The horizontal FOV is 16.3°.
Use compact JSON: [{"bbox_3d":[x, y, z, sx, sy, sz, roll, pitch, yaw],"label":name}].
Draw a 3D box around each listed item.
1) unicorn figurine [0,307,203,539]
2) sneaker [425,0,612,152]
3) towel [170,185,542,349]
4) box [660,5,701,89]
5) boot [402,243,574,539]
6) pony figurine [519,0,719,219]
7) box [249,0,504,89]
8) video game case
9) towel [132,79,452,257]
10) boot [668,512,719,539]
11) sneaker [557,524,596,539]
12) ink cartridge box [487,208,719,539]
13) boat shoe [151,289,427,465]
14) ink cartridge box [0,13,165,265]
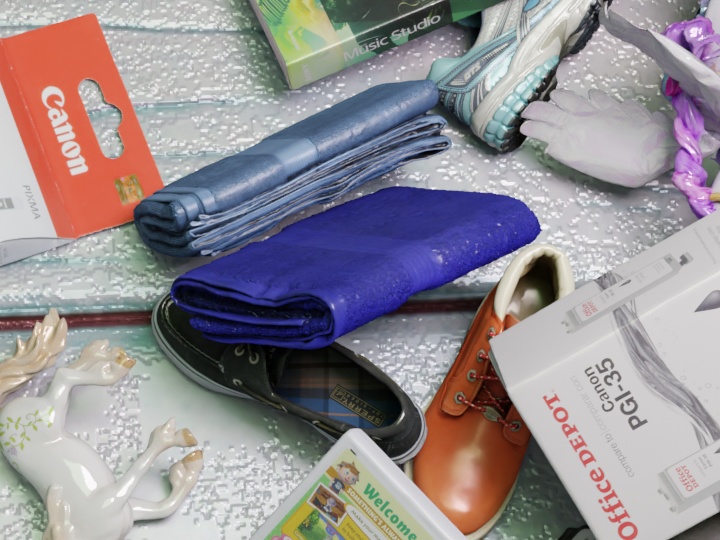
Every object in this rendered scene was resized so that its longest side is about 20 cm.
[{"bbox_3d":[-0.169,0.130,1.563,0.137,0.074,0.200,-37,62,-10],"label":"unicorn figurine"},{"bbox_3d":[0.116,-0.181,1.721,0.086,0.078,0.200,31,67,10],"label":"sneaker"},{"bbox_3d":[0.000,0.000,1.574,0.200,0.148,0.050,-25,113,-41],"label":"towel"},{"bbox_3d":[0.338,-0.165,1.758,0.200,0.048,0.193,28,65,5],"label":"box"},{"bbox_3d":[0.083,0.076,1.593,0.075,0.107,0.200,21,68,0],"label":"boot"},{"bbox_3d":[0.228,-0.111,1.641,0.193,0.167,0.200,34,61,-1],"label":"pony figurine"},{"bbox_3d":[0.016,-0.220,1.710,0.200,0.036,0.144,-24,59,-3],"label":"box"},{"bbox_3d":[0.007,0.227,1.508,0.200,0.022,0.182,45,108,12],"label":"video game case"},{"bbox_3d":[-0.044,-0.063,1.636,0.200,0.112,0.049,-27,103,-19],"label":"towel"},{"bbox_3d":[0.285,0.178,1.535,0.174,0.069,0.200,-36,55,-5],"label":"boot"},{"bbox_3d":[0.093,0.210,1.569,0.200,0.076,0.115,13,50,2],"label":"sneaker"},{"bbox_3d":[0.199,0.065,1.519,0.200,0.083,0.147,-30,110,6],"label":"ink cartridge box"},{"bbox_3d":[-0.046,0.057,1.593,0.200,0.057,0.069,27,74,17],"label":"boat shoe"},{"bbox_3d":[-0.244,-0.086,1.650,0.200,0.057,0.163,-20,71,-10],"label":"ink cartridge box"}]
